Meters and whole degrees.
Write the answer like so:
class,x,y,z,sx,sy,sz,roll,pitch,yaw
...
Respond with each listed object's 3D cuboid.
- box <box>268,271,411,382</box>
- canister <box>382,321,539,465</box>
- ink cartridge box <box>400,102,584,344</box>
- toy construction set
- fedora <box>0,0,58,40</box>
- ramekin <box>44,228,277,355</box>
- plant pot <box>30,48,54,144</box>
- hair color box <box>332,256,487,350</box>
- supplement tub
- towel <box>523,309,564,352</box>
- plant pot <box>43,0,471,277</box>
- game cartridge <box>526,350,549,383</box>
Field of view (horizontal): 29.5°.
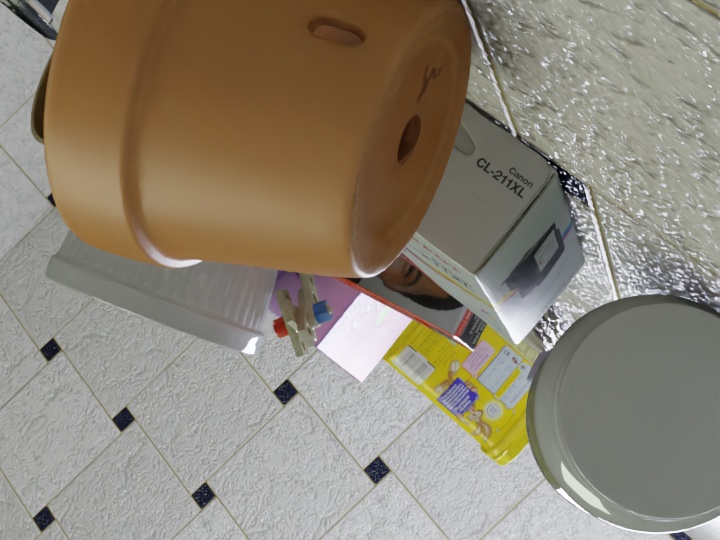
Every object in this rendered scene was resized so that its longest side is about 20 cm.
class,x,y,z,sx,sy,sz,roll,pitch,yaw
box,0.000,0.000,1.363,0.097,0.176,0.200,38,176,20
canister,0.145,0.119,1.688,0.200,0.149,0.087,41,177,-7
ink cartridge box,0.060,-0.043,0.903,0.146,0.083,0.200,38,177,20
toy construction set,0.008,-0.007,1.207,0.092,0.199,0.132,-127,14,-79
fedora,-0.409,-0.365,1.649,0.200,0.092,0.201,39,177,3
ramekin,-0.166,-0.008,1.207,0.199,0.105,0.200,20,177,1
plant pot,-0.147,-0.141,1.173,0.200,0.187,0.186,33,-179,-31
hair color box,0.025,-0.026,1.116,0.200,0.102,0.061,27,175,25
supplement tub,0.181,0.092,0.871,0.145,0.145,0.200,38,177,8
towel,0.146,0.028,1.400,0.132,0.035,0.200,39,178,19
plant pot,-0.037,-0.082,0.657,0.140,0.201,0.200,21,171,18
game cartridge,0.242,0.124,1.343,0.133,0.042,0.200,33,174,-12
